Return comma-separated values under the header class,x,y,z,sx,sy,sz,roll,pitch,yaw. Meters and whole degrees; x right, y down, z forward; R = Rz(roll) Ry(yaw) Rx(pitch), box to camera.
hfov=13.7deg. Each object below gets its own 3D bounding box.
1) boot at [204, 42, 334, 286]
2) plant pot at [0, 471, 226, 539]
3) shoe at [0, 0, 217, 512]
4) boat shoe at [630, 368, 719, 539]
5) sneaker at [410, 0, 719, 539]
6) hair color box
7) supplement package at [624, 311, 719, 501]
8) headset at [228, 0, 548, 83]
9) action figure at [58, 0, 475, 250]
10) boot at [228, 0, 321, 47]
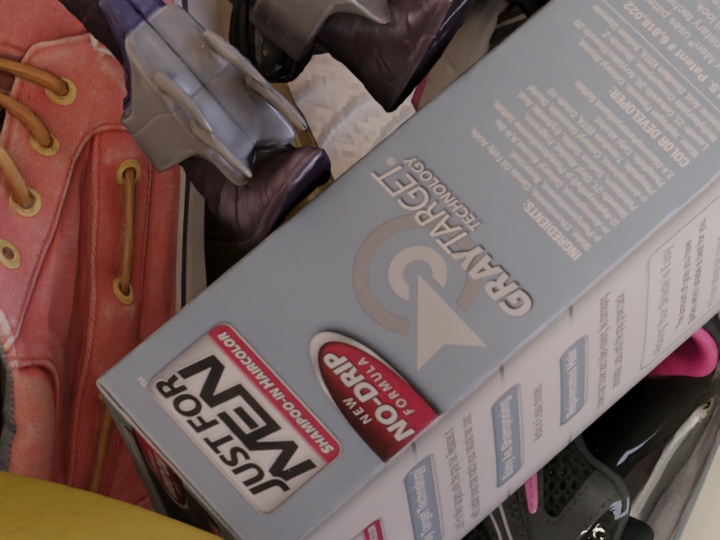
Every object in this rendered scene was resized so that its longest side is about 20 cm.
class,x,y,z,sx,sy,sz,roll,pitch,yaw
boot,0.000,0.000,0.849,0.155,0.072,0.200,-52,134,-48
plant pot,-0.089,0.138,0.540,0.200,0.176,0.200,-3,88,-47
shoe,-0.083,-0.028,0.713,0.091,0.071,0.200,-17,104,-64
boat shoe,0.102,0.058,0.797,0.070,0.071,0.201,29,89,-32
sneaker,0.058,0.006,0.794,0.080,0.086,0.200,55,42,-51
hair color box,0.039,-0.003,0.695,0.200,0.061,0.099,-41,162,-11
supplement package,0.127,0.053,0.936,0.200,0.120,0.122,61,31,-77
headset,0.041,-0.107,0.777,0.200,0.123,0.094,-35,130,-32
action figure,-0.070,-0.100,0.672,0.130,0.200,0.069,-48,176,-11
boot,-0.042,-0.176,0.824,0.200,0.072,0.167,54,35,-44
